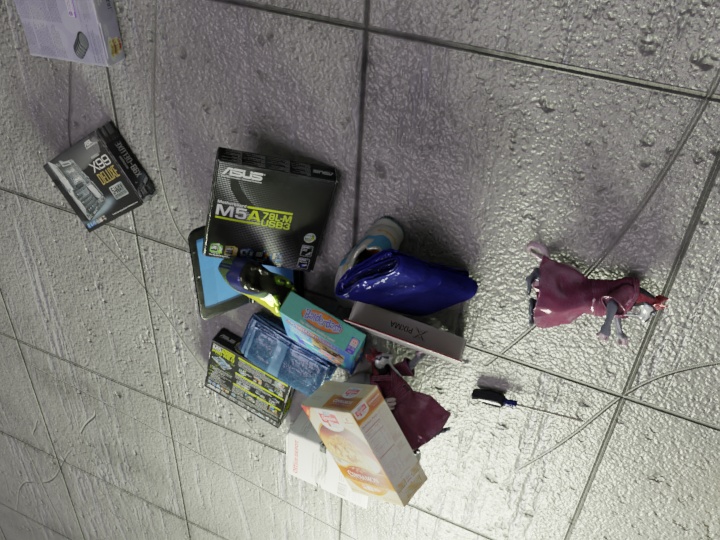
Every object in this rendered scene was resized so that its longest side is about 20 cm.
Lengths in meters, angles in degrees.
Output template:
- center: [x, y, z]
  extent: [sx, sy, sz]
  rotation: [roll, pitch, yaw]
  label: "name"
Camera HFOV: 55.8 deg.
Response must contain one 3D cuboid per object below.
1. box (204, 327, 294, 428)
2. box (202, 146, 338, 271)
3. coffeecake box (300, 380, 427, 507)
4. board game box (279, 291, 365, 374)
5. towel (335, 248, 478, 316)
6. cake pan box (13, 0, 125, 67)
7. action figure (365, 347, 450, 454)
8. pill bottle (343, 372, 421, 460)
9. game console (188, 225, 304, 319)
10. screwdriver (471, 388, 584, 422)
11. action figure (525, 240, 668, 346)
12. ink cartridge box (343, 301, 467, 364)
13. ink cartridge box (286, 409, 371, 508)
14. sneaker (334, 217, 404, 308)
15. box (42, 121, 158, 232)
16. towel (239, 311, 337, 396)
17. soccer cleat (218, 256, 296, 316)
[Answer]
- center: [-0.238, 0.235, 1.472]
  extent: [0.198, 0.044, 0.162]
  rotation: [27, 130, 9]
  label: "box"
- center: [-0.153, -0.096, 1.129]
  extent: [0.196, 0.048, 0.195]
  rotation: [9, 131, -15]
  label: "box"
- center: [0.006, 0.297, 1.184]
  extent: [0.152, 0.073, 0.202]
  rotation: [-7, 116, 53]
  label: "coffeecake box"
- center: [-0.067, 0.118, 1.230]
  extent: [0.150, 0.045, 0.200]
  rotation: [30, 164, 7]
  label: "board game box"
- center: [0.075, 0.020, 1.081]
  extent: [0.198, 0.050, 0.146]
  rotation: [17, 151, -41]
  label: "towel"
- center: [-0.495, -0.451, 1.126]
  extent: [0.181, 0.052, 0.203]
  rotation: [11, 127, 20]
  label: "cake pan box"
- center: [0.073, 0.227, 1.243]
  extent: [0.201, 0.133, 0.149]
  rotation: [54, 150, 7]
  label: "action figure"
- center: [0.029, 0.311, 1.330]
  extent: [0.113, 0.115, 0.201]
  rotation: [-25, 109, 38]
  label: "pill bottle"
- center: [-0.202, 0.006, 1.241]
  extent: [0.168, 0.119, 0.203]
  rotation: [15, 129, 19]
  label: "game console"
- center: [0.291, 0.236, 1.195]
  extent: [0.196, 0.028, 0.030]
  rotation: [5, 96, 24]
  label: "screwdriver"
- center: [0.345, 0.036, 0.999]
  extent: [0.196, 0.134, 0.152]
  rotation: [-3, 79, 16]
  label: "action figure"
- center: [0.077, 0.101, 1.121]
  extent: [0.197, 0.045, 0.176]
  rotation: [19, 173, 7]
  label: "ink cartridge box"
- center: [-0.055, 0.399, 1.459]
  extent: [0.197, 0.084, 0.146]
  rotation: [19, 130, 16]
  label: "ink cartridge box"
- center: [0.000, 0.000, 1.151]
  extent: [0.076, 0.081, 0.201]
  rotation: [32, 133, 2]
  label: "sneaker"
- center: [-0.508, -0.178, 1.325]
  extent: [0.198, 0.050, 0.159]
  rotation: [-16, 113, 36]
  label: "box"
- center: [-0.148, 0.175, 1.364]
  extent: [0.198, 0.049, 0.113]
  rotation: [30, 119, 6]
  label: "towel"
- center: [-0.176, 0.026, 1.197]
  extent: [0.083, 0.066, 0.200]
  rotation: [17, 166, 27]
  label: "soccer cleat"
